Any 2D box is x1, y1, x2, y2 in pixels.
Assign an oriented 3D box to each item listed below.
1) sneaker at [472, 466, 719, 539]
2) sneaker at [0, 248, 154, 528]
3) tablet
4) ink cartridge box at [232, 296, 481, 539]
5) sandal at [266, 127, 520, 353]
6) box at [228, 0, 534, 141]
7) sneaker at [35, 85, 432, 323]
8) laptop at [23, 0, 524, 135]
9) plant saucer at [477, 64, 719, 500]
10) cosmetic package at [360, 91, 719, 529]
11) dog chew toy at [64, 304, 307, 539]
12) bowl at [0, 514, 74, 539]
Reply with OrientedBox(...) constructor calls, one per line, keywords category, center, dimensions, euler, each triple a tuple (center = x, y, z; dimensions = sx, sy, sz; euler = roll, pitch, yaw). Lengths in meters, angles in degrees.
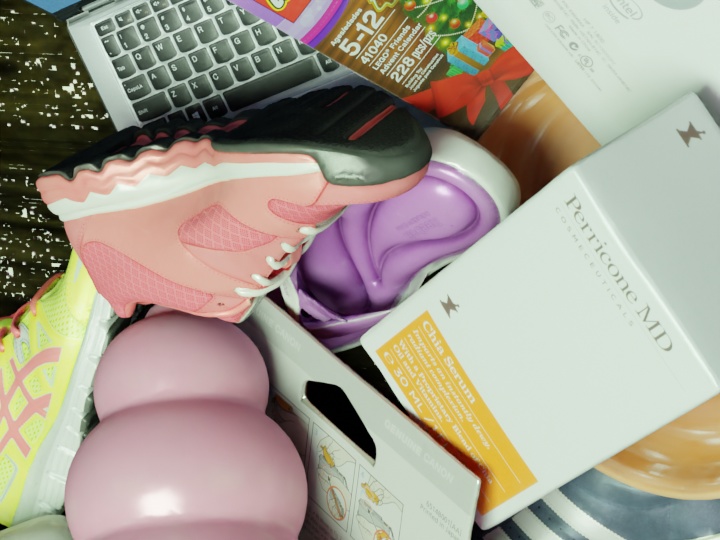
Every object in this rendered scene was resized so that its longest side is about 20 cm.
OrientedBox(category="sneaker", center=(0.091, 0.102, 1.183), dimensions=(0.200, 0.075, 0.085), euler=(-15, 101, 19))
OrientedBox(category="sneaker", center=(-0.156, 0.046, 1.231), dimensions=(0.090, 0.078, 0.200), euler=(27, 121, 7))
OrientedBox(category="tablet", center=(0.105, -0.104, 0.969), dimensions=(0.200, 0.014, 0.130), euler=(47, 137, -14))
OrientedBox(category="ink cartridge box", center=(-0.002, 0.115, 1.165), dimensions=(0.200, 0.045, 0.177), euler=(39, 129, 44))
OrientedBox(category="sandal", center=(-0.006, -0.004, 1.132), dimensions=(0.082, 0.050, 0.203), euler=(37, 145, -9))
OrientedBox(category="box", center=(0.051, -0.162, 1.025), dimensions=(0.137, 0.039, 0.200), euler=(27, 112, -29))
OrientedBox(category="sneaker", center=(-0.044, -0.023, 1.093), dimensions=(0.200, 0.074, 0.087), euler=(-6, 109, 39))
OrientedBox(category="laptop", center=(-0.063, -0.104, 1.103), dimensions=(0.187, 0.116, 0.200), euler=(-20, 102, 26))
OrientedBox(category="plant saucer", center=(0.125, -0.002, 1.084), dimensions=(0.200, 0.037, 0.201), euler=(22, 124, 36))
OrientedBox(category="cosmetic package", center=(0.088, 0.022, 1.026), dimensions=(0.102, 0.071, 0.200), euler=(57, 149, 6))
OrientedBox(category="dog chew toy", center=(-0.075, 0.110, 1.130), dimensions=(0.124, 0.125, 0.200), euler=(-13, 68, 24))
OrientedBox(category="bowl", center=(-0.158, 0.190, 1.266), dimensions=(0.199, 0.075, 0.200), euler=(-24, 142, 28))
